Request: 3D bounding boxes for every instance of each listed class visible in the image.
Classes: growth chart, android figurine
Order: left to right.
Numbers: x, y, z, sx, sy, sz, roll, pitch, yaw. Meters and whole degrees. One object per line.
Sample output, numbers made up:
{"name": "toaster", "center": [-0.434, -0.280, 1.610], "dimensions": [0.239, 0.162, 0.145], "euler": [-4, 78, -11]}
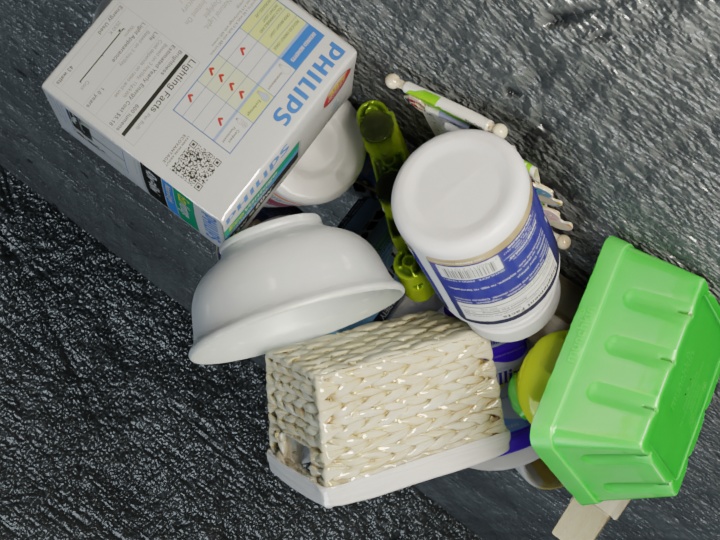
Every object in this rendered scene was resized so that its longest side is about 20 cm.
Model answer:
{"name": "android figurine", "center": [0.037, -0.062, 1.379], "dimensions": [0.200, 0.041, 0.184], "euler": [64, -170, -68]}
{"name": "growth chart", "center": [0.111, -0.092, 1.311], "dimensions": [0.144, 0.018, 0.200], "euler": [28, 165, 35]}

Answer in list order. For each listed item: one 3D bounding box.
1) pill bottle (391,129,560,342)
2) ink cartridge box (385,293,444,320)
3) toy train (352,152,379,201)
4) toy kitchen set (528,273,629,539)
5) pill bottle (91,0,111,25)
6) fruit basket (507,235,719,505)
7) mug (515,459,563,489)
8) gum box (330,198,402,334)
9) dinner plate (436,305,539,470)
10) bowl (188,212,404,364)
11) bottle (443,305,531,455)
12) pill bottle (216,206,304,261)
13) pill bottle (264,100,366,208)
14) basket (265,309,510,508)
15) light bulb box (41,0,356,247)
{"name": "pill bottle", "center": [0.105, -0.022, 1.272], "dimensions": [0.115, 0.116, 0.200], "euler": [30, 166, 29]}
{"name": "ink cartridge box", "center": [0.073, 0.051, 1.631], "dimensions": [0.144, 0.148, 0.200], "euler": [41, 167, -18]}
{"name": "toy train", "center": [0.052, -0.076, 1.495], "dimensions": [0.199, 0.034, 0.046], "euler": [27, 161, 39]}
{"name": "toy kitchen set", "center": [0.224, 0.127, 1.489], "dimensions": [0.180, 0.201, 0.163], "euler": [34, -151, 14]}
{"name": "pill bottle", "center": [-0.193, -0.203, 1.537], "dimensions": [0.111, 0.112, 0.200], "euler": [33, 166, 19]}
{"name": "fruit basket", "center": [0.197, 0.089, 1.292], "dimensions": [0.215, 0.216, 0.156], "euler": [25, 164, 43]}
{"name": "mug", "center": [0.187, 0.155, 1.679], "dimensions": [0.153, 0.148, 0.188], "euler": [35, 137, 45]}
{"name": "gum box", "center": [0.000, 0.000, 1.596], "dimensions": [0.044, 0.171, 0.200], "euler": [40, 168, -18]}
{"name": "dinner plate", "center": [0.144, 0.111, 1.527], "dimensions": [0.200, 0.200, 0.024], "euler": [41, -176, -16]}
{"name": "bowl", "center": [-0.067, 0.008, 1.328], "dimensions": [0.201, 0.199, 0.091], "euler": [113, 140, -77]}
{"name": "bottle", "center": [0.124, 0.078, 1.469], "dimensions": [0.065, 0.083, 0.202], "euler": [-143, 38, -70]}
{"name": "pill bottle", "center": [-0.082, -0.008, 1.555], "dimensions": [0.111, 0.111, 0.200], "euler": [41, 179, -18]}
{"name": "pill bottle", "center": [-0.077, -0.121, 1.506], "dimensions": [0.114, 0.115, 0.200], "euler": [41, 168, -17]}
{"name": "basket", "center": [0.021, 0.120, 1.384], "dimensions": [0.135, 0.198, 0.125], "euler": [16, 116, 62]}
{"name": "light bulb box", "center": [-0.138, -0.160, 1.335], "dimensions": [0.199, 0.199, 0.125], "euler": [37, 170, 5]}
